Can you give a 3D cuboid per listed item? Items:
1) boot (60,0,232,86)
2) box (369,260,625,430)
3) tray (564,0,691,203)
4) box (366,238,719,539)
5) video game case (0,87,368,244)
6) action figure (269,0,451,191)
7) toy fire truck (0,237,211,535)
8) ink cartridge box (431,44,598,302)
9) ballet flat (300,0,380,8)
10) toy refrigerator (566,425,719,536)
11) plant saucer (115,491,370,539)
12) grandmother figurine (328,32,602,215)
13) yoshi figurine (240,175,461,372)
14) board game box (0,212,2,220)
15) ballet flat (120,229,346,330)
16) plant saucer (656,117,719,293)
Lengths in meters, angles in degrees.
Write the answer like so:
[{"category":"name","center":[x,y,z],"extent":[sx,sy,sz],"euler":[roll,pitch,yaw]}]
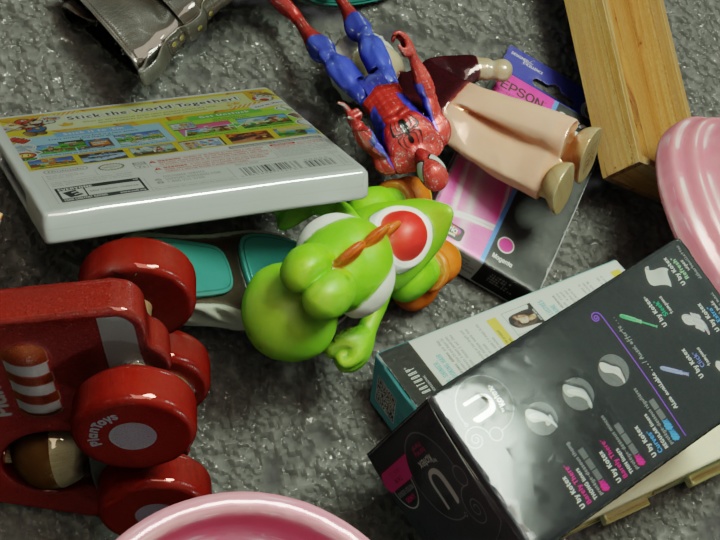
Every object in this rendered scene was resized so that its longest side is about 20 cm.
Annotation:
[{"category":"boot","center":[-0.136,-0.229,1.046],"extent":[0.174,0.069,0.200],"euler":[-33,52,-9]},{"category":"box","center":[0.112,0.065,0.997],"extent":[0.199,0.049,0.082],"euler":[-20,51,-24]},{"category":"tray","center":[0.200,-0.153,1.121],"extent":[0.098,0.037,0.201],"euler":[16,59,-46]},{"category":"box","center":[0.123,0.086,0.879],"extent":[0.200,0.122,0.106],"euler":[-30,79,-27]},{"category":"video game case","center":[-0.121,-0.071,0.947],"extent":[0.199,0.023,0.182],"euler":[-10,26,-21]},{"category":"action figure","center":[0.000,-0.138,0.986],"extent":[0.065,0.099,0.200],"euler":[-31,63,-2]},{"category":"toy fire truck","center":[-0.171,0.074,0.840],"extent":[0.167,0.200,0.112],"euler":[-4,51,-2]},{"category":"ink cartridge box","center":[0.117,-0.077,1.086],"extent":[0.094,0.037,0.200],"euler":[29,59,-4]},{"category":"ballet flat","center":[0.026,-0.245,1.121],"extent":[0.199,0.074,0.074],"euler":[-14,72,-25]},{"category":"toy refrigerator","center":[0.179,0.123,0.993],"extent":[0.199,0.076,0.070],"euler":[-20,74,-25]},{"category":"plant saucer","center":[-0.059,0.214,0.752],"extent":[0.200,0.051,0.201],"euler":[7,63,-15]},{"category":"grandmother figurine","center":[0.066,-0.113,1.041],"extent":[0.200,0.061,0.121],"euler":[27,46,19]},{"category":"yoshi figurine","center":[-0.014,0.003,0.942],"extent":[0.112,0.112,0.200],"euler":[17,16,18]},{"category":"board game box","center":[-0.310,-0.027,0.859],"extent":[0.199,0.152,0.046],"euler":[25,61,-5]},{"category":"ballet flat","center":[-0.091,0.011,0.953],"extent":[0.200,0.069,0.070],"euler":[5,62,-47]},{"category":"plant saucer","center":[0.289,-0.027,1.050],"extent":[0.200,0.051,0.201],"euler":[31,40,-31]}]
